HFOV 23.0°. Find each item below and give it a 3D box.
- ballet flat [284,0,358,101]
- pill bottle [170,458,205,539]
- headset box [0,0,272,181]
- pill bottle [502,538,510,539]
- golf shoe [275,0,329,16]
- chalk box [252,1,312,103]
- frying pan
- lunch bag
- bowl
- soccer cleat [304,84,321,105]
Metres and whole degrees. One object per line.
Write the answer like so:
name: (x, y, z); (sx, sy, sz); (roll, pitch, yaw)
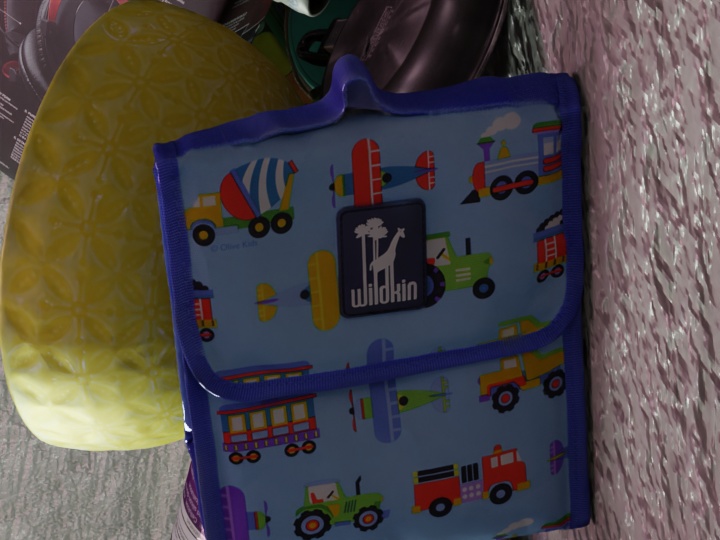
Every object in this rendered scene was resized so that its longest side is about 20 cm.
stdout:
ballet flat: (-0.009, -0.150, 0.981); (0.065, 0.070, 0.200); (50, -158, -46)
pill bottle: (-0.039, 0.122, 0.961); (0.112, 0.112, 0.200); (-112, 34, -60)
headset box: (-0.130, -0.137, 0.884); (0.200, 0.149, 0.075); (-61, -9, 33)
pill bottle: (0.019, 0.150, 0.866); (0.110, 0.109, 0.200); (-109, 13, -53)
golf shoe: (-0.059, -0.167, 0.910); (0.200, 0.078, 0.097); (-26, 81, 38)
chalk box: (-0.083, -0.110, 1.040); (0.125, 0.124, 0.200); (55, -169, -22)
frying pan: (0.011, -0.106, 0.738); (0.115, 0.031, 0.190); (-53, 27, 19)
lunch bag: (0.004, 0.008, 0.659); (0.094, 0.150, 0.200); (-110, 13, -53)
bowl: (-0.061, -0.010, 0.766); (0.200, 0.107, 0.201); (13, -90, -74)
soccer cleat: (0.016, -0.052, 0.825); (0.081, 0.067, 0.200); (60, 163, -11)
